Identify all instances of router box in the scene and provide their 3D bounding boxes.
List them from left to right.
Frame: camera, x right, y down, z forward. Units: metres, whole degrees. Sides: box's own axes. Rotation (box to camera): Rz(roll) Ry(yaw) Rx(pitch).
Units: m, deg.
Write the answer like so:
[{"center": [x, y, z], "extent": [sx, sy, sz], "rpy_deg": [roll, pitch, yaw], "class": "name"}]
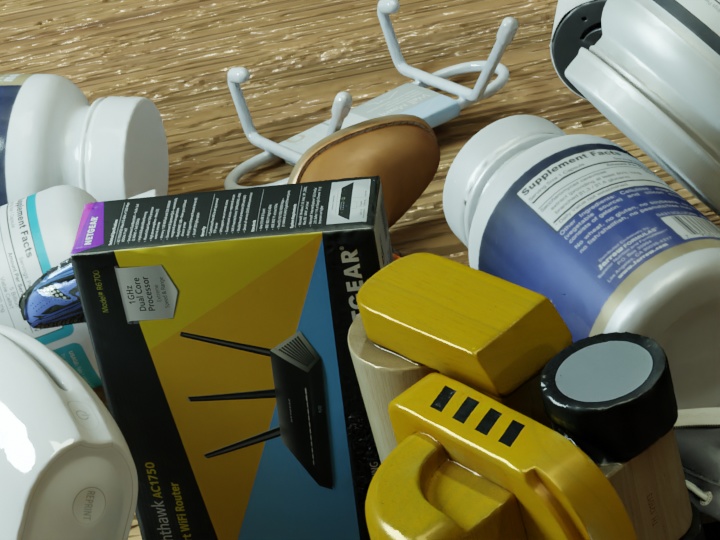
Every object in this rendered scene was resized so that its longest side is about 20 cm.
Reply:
[{"center": [-0.049, 0.054, 1.314], "extent": [0.148, 0.201, 0.051], "rpy_deg": [-5, 34, 9], "class": "router box"}]

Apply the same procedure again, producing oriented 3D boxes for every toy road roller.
[{"center": [0.048, 0.094, 1.177], "extent": [0.146, 0.123, 0.200], "rpy_deg": [-34, 36, -27], "class": "toy road roller"}]

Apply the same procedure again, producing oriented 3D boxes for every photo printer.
[{"center": [-0.176, 0.129, 1.240], "extent": [0.069, 0.201, 0.166], "rpy_deg": [5, 16, -36], "class": "photo printer"}]

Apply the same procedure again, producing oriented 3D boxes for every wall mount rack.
[{"center": [0.010, -0.108, 1.604], "extent": [0.199, 0.075, 0.174], "rpy_deg": [-27, 23, -20], "class": "wall mount rack"}]

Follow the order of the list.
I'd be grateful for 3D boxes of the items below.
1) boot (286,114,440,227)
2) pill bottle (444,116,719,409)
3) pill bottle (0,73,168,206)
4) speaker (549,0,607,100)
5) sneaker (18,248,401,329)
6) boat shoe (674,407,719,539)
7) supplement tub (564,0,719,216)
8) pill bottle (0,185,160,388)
[{"center": [0.000, 0.000, 1.477], "extent": [0.199, 0.077, 0.155], "rpy_deg": [-32, 39, -22], "class": "boot"}, {"center": [0.126, -0.002, 1.410], "extent": [0.111, 0.112, 0.200], "rpy_deg": [-23, 37, -17], "class": "pill bottle"}, {"center": [-0.221, -0.062, 1.590], "extent": [0.199, 0.112, 0.111], "rpy_deg": [0, 37, 14], "class": "pill bottle"}, {"center": [0.169, -0.191, 1.692], "extent": [0.081, 0.082, 0.201], "rpy_deg": [-1, 37, 12], "class": "speaker"}, {"center": [-0.075, 0.023, 1.364], "extent": [0.199, 0.079, 0.075], "rpy_deg": [0, -5, -6], "class": "sneaker"}, {"center": [0.117, 0.112, 1.270], "extent": [0.199, 0.073, 0.063], "rpy_deg": [-13, 40, 43], "class": "boat shoe"}, {"center": [0.220, -0.141, 1.437], "extent": [0.200, 0.140, 0.140], "rpy_deg": [-48, 41, 4], "class": "supplement tub"}, {"center": [-0.191, 0.023, 1.447], "extent": [0.199, 0.111, 0.111], "rpy_deg": [-20, 36, 1], "class": "pill bottle"}]
